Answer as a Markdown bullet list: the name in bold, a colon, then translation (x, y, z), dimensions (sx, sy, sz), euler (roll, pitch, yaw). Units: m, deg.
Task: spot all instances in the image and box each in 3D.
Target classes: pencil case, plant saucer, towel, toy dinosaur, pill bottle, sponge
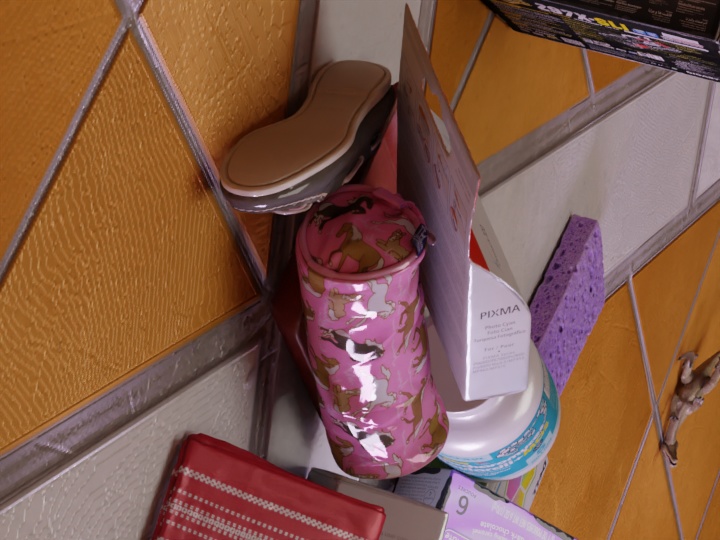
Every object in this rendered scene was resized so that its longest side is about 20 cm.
- **pencil case**: translation (0.009, 0.042, 1.428), dimensions (0.083, 0.086, 0.201), euler (-100, -177, -46)
- **plant saucer**: translation (0.000, 0.000, 1.539), dimensions (0.200, 0.036, 0.201), euler (69, 40, -58)
- **towel**: translation (-0.074, 0.213, 1.380), dimensions (0.022, 0.144, 0.201), euler (-8, -119, 66)
- **toy dinosaur**: translation (0.391, 0.131, 2.661), dimensions (0.200, 0.058, 0.101), euler (-55, 167, -28)
- **pill bottle**: translation (0.085, 0.089, 1.693), dimensions (0.200, 0.110, 0.111), euler (50, 57, -72)
- **sponge**: translation (0.170, 0.060, 2.039), dimensions (0.112, 0.030, 0.200), euler (80, 32, -48)

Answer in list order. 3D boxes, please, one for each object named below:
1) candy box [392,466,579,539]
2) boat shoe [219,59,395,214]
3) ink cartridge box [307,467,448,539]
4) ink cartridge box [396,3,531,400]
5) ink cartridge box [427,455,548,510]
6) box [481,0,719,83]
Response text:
- **candy box**: translation (0.077, 0.276, 1.765), dimensions (0.167, 0.071, 0.201), euler (31, 71, -32)
- **boat shoe**: translation (-0.026, -0.067, 1.381), dimensions (0.200, 0.066, 0.057), euler (-50, 143, -56)
- **ink cartridge box**: translation (-0.015, 0.240, 1.520), dimensions (0.146, 0.084, 0.201), euler (168, -62, -82)
- **ink cartridge box**: translation (0.064, -0.043, 1.413), dimensions (0.201, 0.047, 0.161), euler (91, -16, -47)
- **ink cartridge box**: translation (0.109, 0.176, 1.911), dimensions (0.200, 0.059, 0.104), euler (70, 39, -57)
- **box**: translation (0.186, -0.191, 1.666), dimensions (0.160, 0.199, 0.050), euler (28, 80, -69)
